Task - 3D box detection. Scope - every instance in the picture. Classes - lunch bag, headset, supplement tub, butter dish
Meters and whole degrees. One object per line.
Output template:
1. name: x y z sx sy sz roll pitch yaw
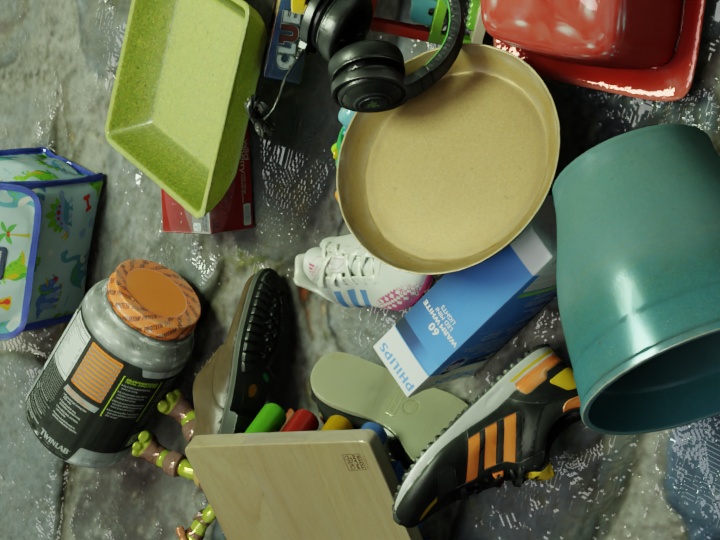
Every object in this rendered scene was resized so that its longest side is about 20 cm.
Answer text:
1. lunch bag: -0.371 -0.027 1.894 0.127 0.199 0.171 23 110 34
2. headset: -0.006 -0.177 1.542 0.199 0.094 0.124 -29 66 -3
3. supplement tub: -0.246 0.092 1.861 0.123 0.122 0.200 49 123 22
4. butter dish: 0.164 -0.242 1.463 0.199 0.147 0.201 16 106 35

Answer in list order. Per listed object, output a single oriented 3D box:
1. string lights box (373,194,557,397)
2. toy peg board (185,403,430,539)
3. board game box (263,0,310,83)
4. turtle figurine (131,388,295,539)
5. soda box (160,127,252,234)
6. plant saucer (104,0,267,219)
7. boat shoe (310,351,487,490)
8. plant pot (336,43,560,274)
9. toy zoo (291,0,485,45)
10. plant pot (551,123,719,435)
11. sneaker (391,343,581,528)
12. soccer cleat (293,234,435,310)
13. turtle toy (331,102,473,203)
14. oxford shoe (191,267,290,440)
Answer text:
1. string lights box: 0.112 0.021 1.573 0.200 0.102 0.059 -46 70 33
2. toy peg board: -0.024 0.208 1.687 0.198 0.098 0.201 -6 121 32
3. board game box: -0.050 -0.281 1.646 0.034 0.136 0.201 11 108 -6
4. turtle figurine: -0.142 0.189 1.829 0.161 0.064 0.201 38 109 29
5. soda box: -0.152 -0.137 1.787 0.070 0.063 0.202 4 99 40
6. plant saucer: -0.152 -0.175 1.687 0.200 0.048 0.201 38 120 47
7. boat shoe: 0.044 0.143 1.677 0.201 0.074 0.063 27 152 22
8. plant pot: 0.074 -0.088 1.511 0.199 0.027 0.201 -11 66 25
9. toy zoo: 0.021 -0.269 1.572 0.199 0.020 0.132 11 109 -7
10. plant pot: 0.235 -0.001 1.423 0.200 0.199 0.189 -36 61 36
11. sneaker: 0.116 0.158 1.565 0.200 0.070 0.090 -45 74 -7
12. soccer cleat: 0.000 0.000 1.622 0.200 0.086 0.070 161 116 -68
13. turtle toy: 0.052 -0.095 1.604 0.199 0.101 0.147 9 103 35
14. oxford shoe: -0.123 0.092 1.765 0.084 0.073 0.201 7 76 37
